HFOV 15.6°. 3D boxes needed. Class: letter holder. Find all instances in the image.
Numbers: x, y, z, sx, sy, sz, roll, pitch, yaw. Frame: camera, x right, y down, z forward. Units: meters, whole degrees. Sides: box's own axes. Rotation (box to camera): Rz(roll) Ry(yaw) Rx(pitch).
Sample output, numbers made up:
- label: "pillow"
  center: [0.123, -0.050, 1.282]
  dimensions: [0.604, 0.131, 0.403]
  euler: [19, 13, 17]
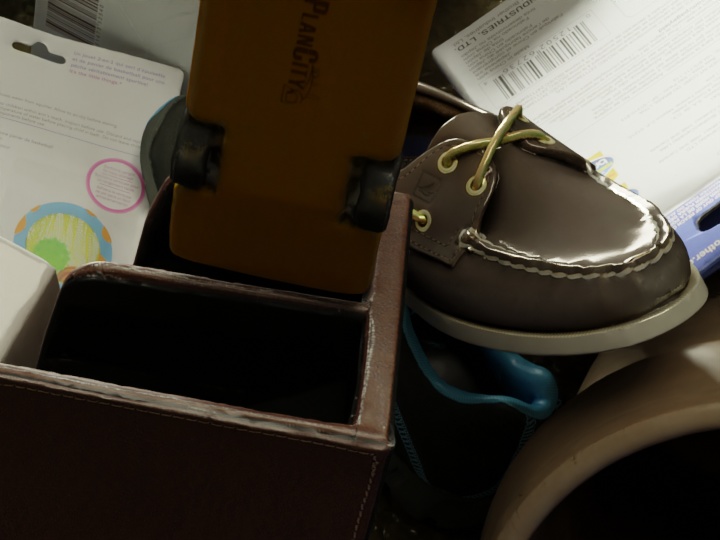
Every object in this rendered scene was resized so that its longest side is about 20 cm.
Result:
- label: "letter holder"
  center: [-0.070, 0.065, 0.869]
  dimensions: [0.141, 0.200, 0.101]
  euler: [9, 50, -4]

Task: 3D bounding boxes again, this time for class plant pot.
- label: "plant pot"
  center: [0.142, 0.083, 0.925]
  dimensions: [0.199, 0.201, 0.175]
  euler: [14, 31, 0]

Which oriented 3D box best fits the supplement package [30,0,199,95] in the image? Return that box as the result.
- label: "supplement package"
  center: [-0.037, -0.149, 1.104]
  dimensions: [0.109, 0.114, 0.200]
  euler: [28, 50, 11]

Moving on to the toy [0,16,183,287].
- label: "toy"
  center: [-0.146, 0.000, 0.997]
  dimensions: [0.115, 0.047, 0.201]
  euler: [16, 59, -9]

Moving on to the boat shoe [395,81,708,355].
- label: "boat shoe"
  center: [0.035, -0.025, 0.870]
  dimensions: [0.072, 0.060, 0.200]
  euler: [-26, 27, -25]

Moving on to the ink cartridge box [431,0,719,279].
- label: "ink cartridge box"
  center: [0.111, -0.056, 0.935]
  dimensions: [0.119, 0.042, 0.200]
  euler: [-35, 34, 3]

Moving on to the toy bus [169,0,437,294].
- label: "toy bus"
  center: [-0.010, -0.074, 0.731]
  dimensions: [0.065, 0.200, 0.079]
  euler: [13, 50, 0]

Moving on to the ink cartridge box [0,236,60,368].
- label: "ink cartridge box"
  center: [-0.208, 0.056, 0.870]
  dimensions: [0.146, 0.083, 0.201]
  euler: [28, 75, 3]

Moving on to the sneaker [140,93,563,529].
- label: "sneaker"
  center: [0.000, 0.000, 0.987]
  dimensions: [0.200, 0.082, 0.073]
  euler: [46, 53, 7]
